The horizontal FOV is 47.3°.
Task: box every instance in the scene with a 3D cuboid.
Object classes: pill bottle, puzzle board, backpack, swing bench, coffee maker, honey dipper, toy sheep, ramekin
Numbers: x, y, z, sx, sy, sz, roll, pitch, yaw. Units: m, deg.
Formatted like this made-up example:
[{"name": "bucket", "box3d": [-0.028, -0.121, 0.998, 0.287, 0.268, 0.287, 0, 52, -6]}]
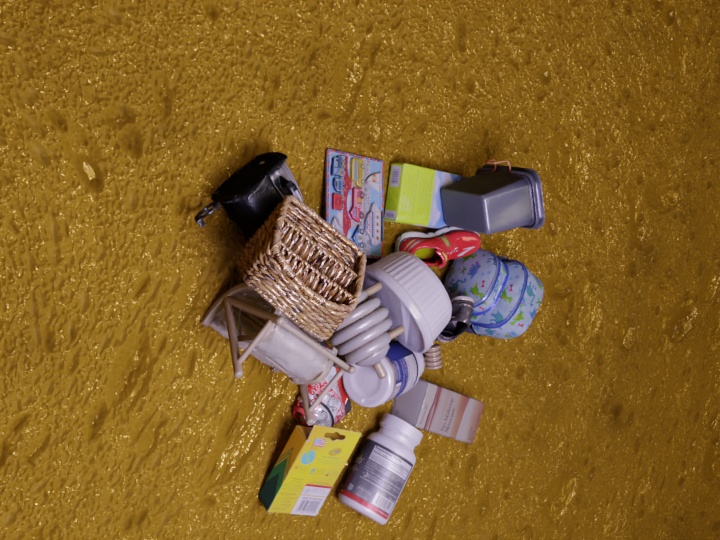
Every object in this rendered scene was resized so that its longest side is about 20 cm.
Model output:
[{"name": "pill bottle", "box3d": [0.055, 0.201, 1.663, 0.199, 0.109, 0.113, -8, 103, -62]}, {"name": "puzzle board", "box3d": [-0.008, -0.129, 1.627, 0.149, 0.017, 0.204, 5, 83, -40]}, {"name": "pill bottle", "box3d": [0.046, 0.410, 1.709, 0.116, 0.115, 0.202, 40, 71, -36]}, {"name": "backpack", "box3d": [0.281, 0.050, 1.791, 0.147, 0.198, 0.185, 37, 74, -42]}, {"name": "swing bench", "box3d": [-0.146, 0.131, 1.444, 0.130, 0.200, 0.198, -49, 127, 2]}, {"name": "coffee maker", "box3d": [-0.167, -0.078, 1.469, 0.191, 0.135, 0.201, -32, 118, -2]}, {"name": "honey dipper", "box3d": [0.143, 0.103, 1.709, 0.038, 0.038, 0.204, -12, 100, -38]}, {"name": "toy sheep", "box3d": [0.002, 0.107, 1.528, 0.137, 0.138, 0.202, -26, 83, -34]}, {"name": "ramekin", "box3d": [0.094, 0.055, 1.610, 0.094, 0.202, 0.204, -36, 118, -17]}]

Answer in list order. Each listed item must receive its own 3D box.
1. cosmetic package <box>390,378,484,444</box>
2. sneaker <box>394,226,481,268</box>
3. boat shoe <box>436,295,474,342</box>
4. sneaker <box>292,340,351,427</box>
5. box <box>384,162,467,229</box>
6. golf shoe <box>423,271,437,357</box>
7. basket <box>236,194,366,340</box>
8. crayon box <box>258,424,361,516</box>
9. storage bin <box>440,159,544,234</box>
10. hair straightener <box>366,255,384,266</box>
[{"name": "cosmetic package", "box3d": [0.172, 0.307, 1.817, 0.198, 0.087, 0.105, 23, 83, -39]}, {"name": "sneaker", "box3d": [0.171, -0.038, 1.738, 0.197, 0.085, 0.078, -8, 125, -18]}, {"name": "boat shoe", "box3d": [0.187, 0.118, 1.746, 0.066, 0.201, 0.058, 13, 61, -9]}, {"name": "sneaker", "box3d": [-0.091, 0.227, 1.598, 0.108, 0.067, 0.204, -38, 121, -32]}, {"name": "box", "box3d": [0.142, -0.154, 1.750, 0.198, 0.047, 0.124, 5, 94, -41]}, {"name": "golf shoe", "box3d": [0.108, 0.090, 1.753, 0.093, 0.078, 0.204, -1, 97, -20]}, {"name": "basket", "box3d": [-0.085, -0.002, 1.371, 0.199, 0.143, 0.149, 39, 99, -27]}, {"name": "crayon box", "box3d": [-0.096, 0.374, 1.584, 0.126, 0.051, 0.202, 19, 106, -40]}, {"name": "storage bin", "box3d": [0.263, -0.148, 1.706, 0.133, 0.199, 0.148, -18, 109, -26]}, {"name": "hair straightener", "box3d": [0.000, 0.000, 1.657, 0.198, 0.041, 0.078, 16, 87, -44]}]
